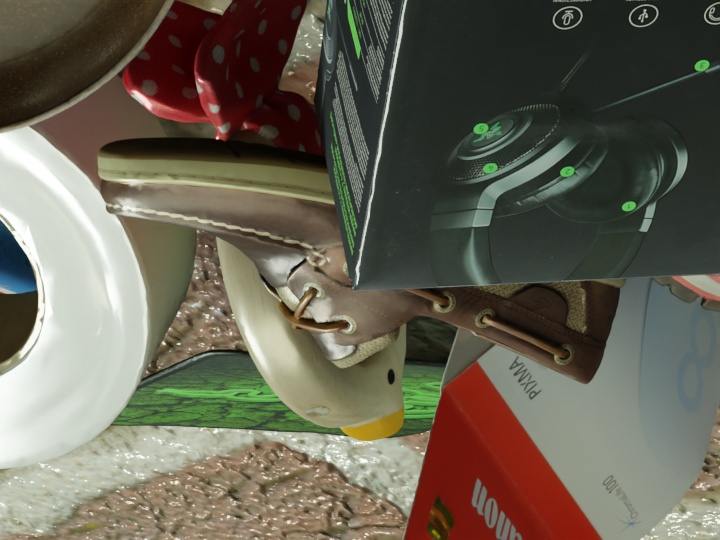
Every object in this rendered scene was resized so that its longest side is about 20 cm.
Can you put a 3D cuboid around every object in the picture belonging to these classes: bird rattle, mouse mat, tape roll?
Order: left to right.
[{"bbox_3d":[-0.174,-0.014,1.034,0.202,0.071,0.203,8,124,12],"label":"tape roll"},{"bbox_3d":[-0.016,-0.023,0.940,0.112,0.163,0.200,-12,151,12],"label":"bird rattle"},{"bbox_3d":[-0.018,0.059,1.114,0.199,0.008,0.161,4,164,-31],"label":"mouse mat"}]

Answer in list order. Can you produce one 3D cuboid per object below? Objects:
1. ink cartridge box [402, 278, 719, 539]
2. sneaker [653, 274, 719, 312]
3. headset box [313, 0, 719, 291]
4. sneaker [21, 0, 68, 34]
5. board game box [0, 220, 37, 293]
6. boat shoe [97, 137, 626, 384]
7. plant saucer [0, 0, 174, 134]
[{"bbox_3d":[0.089,0.063,0.965,0.047,0.200,0.160,-1,145,29],"label":"ink cartridge box"},{"bbox_3d":[0.121,-0.053,0.884,0.200,0.074,0.087,33,142,-17],"label":"sneaker"},{"bbox_3d":[0.083,-0.085,0.749,0.174,0.093,0.200,-3,139,-10],"label":"headset box"},{"bbox_3d":[-0.182,-0.138,0.889,0.199,0.096,0.079,19,152,0],"label":"sneaker"},{"bbox_3d":[-0.217,-0.022,1.145,0.199,0.040,0.153,13,149,8],"label":"board game box"},{"bbox_3d":[0.000,0.000,0.850,0.199,0.072,0.072,12,-176,-19],"label":"boat shoe"},{"bbox_3d":[-0.151,-0.145,0.830,0.199,0.032,0.201,1,110,3],"label":"plant saucer"}]
